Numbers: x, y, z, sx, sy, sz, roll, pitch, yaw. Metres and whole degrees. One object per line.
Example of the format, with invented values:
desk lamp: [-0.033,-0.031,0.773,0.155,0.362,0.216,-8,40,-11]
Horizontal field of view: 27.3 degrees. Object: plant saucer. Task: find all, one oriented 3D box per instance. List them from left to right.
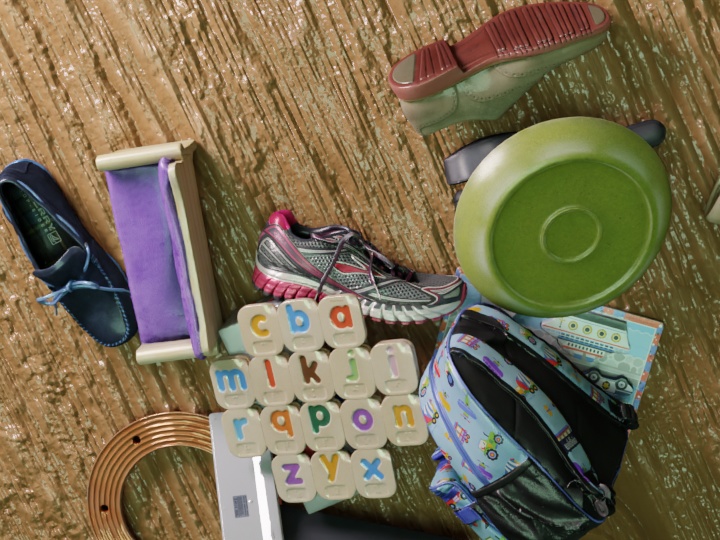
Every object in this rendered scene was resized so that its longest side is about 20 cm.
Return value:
plant saucer: [0.182,-0.037,1.300,0.199,0.031,0.201,-4,119,-8]

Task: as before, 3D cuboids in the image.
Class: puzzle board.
puzzle board: [0.167,0.093,1.390,0.199,0.017,0.151,15,106,2]

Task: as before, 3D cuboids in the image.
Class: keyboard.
keyboard: [-0.104,0.220,1.384,0.056,0.201,0.011,-8,148,-4]

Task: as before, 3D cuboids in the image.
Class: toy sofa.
toy sofa: [-0.183,-0.015,1.364,0.082,0.098,0.201,-7,104,9]

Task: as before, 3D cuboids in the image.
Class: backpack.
backpack: [0.128,0.137,1.304,0.200,0.183,0.135,44,121,-6]

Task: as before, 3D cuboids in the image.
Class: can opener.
can opener: [0.174,-0.094,1.315,0.199,0.063,0.079,-15,102,11]

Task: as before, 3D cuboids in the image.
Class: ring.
ring: [-0.173,0.233,1.468,0.199,0.019,0.201,2,104,7]

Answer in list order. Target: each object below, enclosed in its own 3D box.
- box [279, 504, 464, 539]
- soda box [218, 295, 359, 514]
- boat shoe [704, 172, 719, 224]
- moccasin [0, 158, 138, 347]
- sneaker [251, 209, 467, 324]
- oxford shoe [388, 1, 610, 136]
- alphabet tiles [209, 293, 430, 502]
box: [0.003,0.318,1.423,0.199,0.079,0.142,11,123,4]
soda box: [-0.058,0.123,1.402,0.068,0.064,0.201,-23,101,12]
boat shoe: [0.349,-0.129,1.282,0.065,0.072,0.201,12,111,3]
moccasin: [-0.285,-0.007,1.393,0.080,0.068,0.200,-35,98,14]
sneaker: [0.000,0.000,1.354,0.199,0.081,0.075,12,104,4]
oxford shoe: [0.128,-0.179,1.309,0.199,0.071,0.075,-17,129,10]
alphabet tiles: [-0.037,0.118,1.344,0.199,0.015,0.196,-7,106,21]
